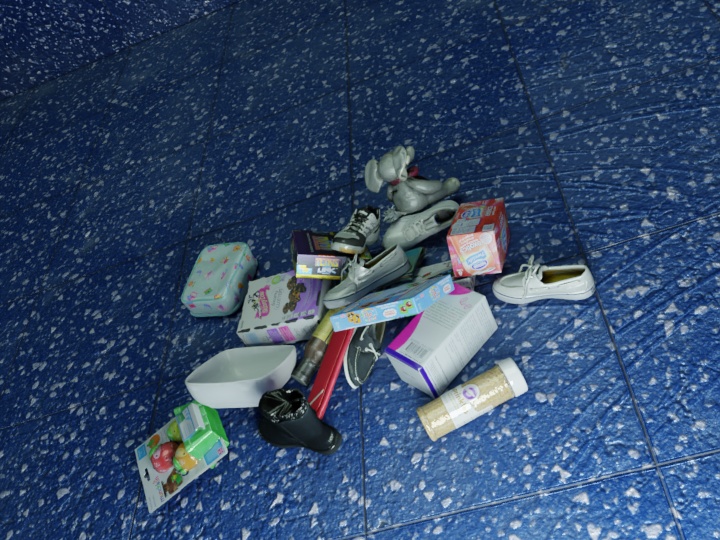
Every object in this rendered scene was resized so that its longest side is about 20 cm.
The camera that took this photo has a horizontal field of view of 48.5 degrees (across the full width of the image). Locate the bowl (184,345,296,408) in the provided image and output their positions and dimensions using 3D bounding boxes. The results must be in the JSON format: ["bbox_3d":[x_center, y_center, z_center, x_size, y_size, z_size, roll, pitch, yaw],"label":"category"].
[{"bbox_3d":[-0.240,0.225,1.659,0.198,0.075,0.200,-6,13,21],"label":"bowl"}]

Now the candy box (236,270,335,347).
[{"bbox_3d":[-0.166,0.083,1.810,0.199,0.072,0.168,-13,42,17],"label":"candy box"}]

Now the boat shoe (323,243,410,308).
[{"bbox_3d":[0.002,0.001,1.669,0.201,0.086,0.075,-27,21,0],"label":"boat shoe"}]

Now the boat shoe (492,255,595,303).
[{"bbox_3d":[0.350,0.013,1.561,0.201,0.086,0.075,0,47,30],"label":"boat shoe"}]

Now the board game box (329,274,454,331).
[{"bbox_3d":[0.061,0.063,1.543,0.199,0.037,0.151,-14,8,37],"label":"board game box"}]

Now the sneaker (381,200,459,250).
[{"bbox_3d":[0.137,-0.103,1.805,0.199,0.075,0.087,-30,3,2],"label":"sneaker"}]

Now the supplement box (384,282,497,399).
[{"bbox_3d":[0.159,0.132,1.549,0.200,0.104,0.101,-46,42,-18],"label":"supplement box"}]

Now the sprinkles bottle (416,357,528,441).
[{"bbox_3d":[0.202,0.234,1.444,0.199,0.068,0.068,-29,40,1],"label":"sprinkles bottle"}]

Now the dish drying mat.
[{"bbox_3d":[-0.063,0.196,1.605,0.077,0.018,0.201,0,69,65],"label":"dish drying mat"}]

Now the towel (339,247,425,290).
[{"bbox_3d":[0.042,0.009,1.764,0.199,0.022,0.147,-18,19,24],"label":"towel"}]

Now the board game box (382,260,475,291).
[{"bbox_3d":[0.143,0.028,1.686,0.199,0.035,0.126,-14,20,17],"label":"board game box"}]

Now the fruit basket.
[{"bbox_3d":[-0.373,0.363,1.626,0.199,0.094,0.185,-34,40,-1],"label":"fruit basket"}]

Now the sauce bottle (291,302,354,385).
[{"bbox_3d":[-0.076,0.150,1.691,0.064,0.065,0.200,19,65,42],"label":"sauce bottle"}]

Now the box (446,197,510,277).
[{"bbox_3d":[0.249,-0.071,1.660,0.099,0.096,0.200,-6,22,19],"label":"box"}]

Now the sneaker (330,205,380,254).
[{"bbox_3d":[-0.010,-0.094,1.755,0.075,0.088,0.200,15,20,14],"label":"sneaker"}]

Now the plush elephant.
[{"bbox_3d":[0.099,-0.216,1.850,0.200,0.156,0.164,-31,17,-38],"label":"plush elephant"}]

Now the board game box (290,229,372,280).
[{"bbox_3d":[-0.069,-0.037,1.792,0.164,0.057,0.200,4,18,-10],"label":"board game box"}]

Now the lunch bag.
[{"bbox_3d":[-0.351,0.021,1.980,0.159,0.077,0.201,-7,44,26],"label":"lunch bag"}]

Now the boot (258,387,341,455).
[{"bbox_3d":[-0.147,0.277,1.520,0.199,0.168,0.077,7,58,35],"label":"boot"}]

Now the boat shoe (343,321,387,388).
[{"bbox_3d":[0.014,0.152,1.634,0.060,0.076,0.201,-15,42,25],"label":"boat shoe"}]
